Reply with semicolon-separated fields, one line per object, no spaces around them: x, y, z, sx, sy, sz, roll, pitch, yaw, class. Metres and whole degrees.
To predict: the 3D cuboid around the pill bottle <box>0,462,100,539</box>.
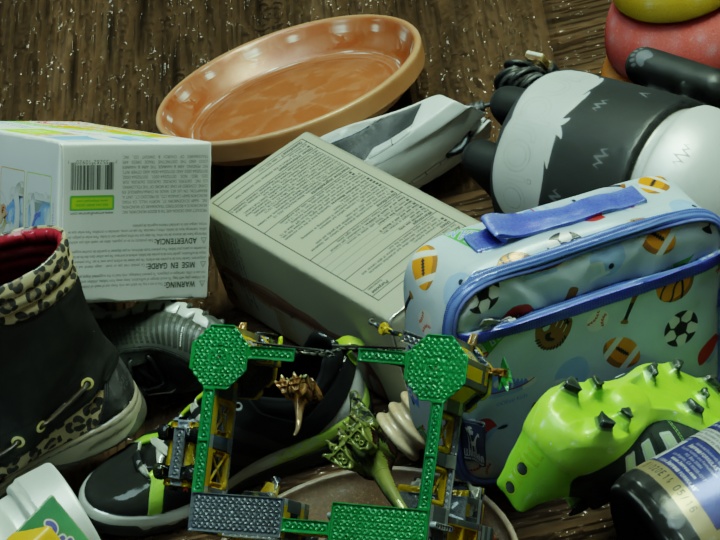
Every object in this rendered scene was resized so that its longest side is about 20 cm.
-0.246;0.196;1.444;0.199;0.113;0.112;-31;40;-14;pill bottle

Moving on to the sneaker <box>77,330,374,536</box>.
-0.087;0.090;1.532;0.199;0.083;0.072;-24;38;-7;sneaker

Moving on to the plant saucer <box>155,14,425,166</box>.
-0.048;-0.126;1.789;0.199;0.032;0.201;-16;25;8;plant saucer

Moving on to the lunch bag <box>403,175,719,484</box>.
0.117;0.031;1.443;0.199;0.161;0.076;-17;37;-21;lunch bag

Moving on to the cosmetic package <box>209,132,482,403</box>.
0.000;0.000;1.602;0.103;0.088;0.200;-35;40;-22;cosmetic package

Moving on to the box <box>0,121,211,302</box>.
-0.192;-0.042;1.643;0.112;0.102;0.200;-2;8;-33;box

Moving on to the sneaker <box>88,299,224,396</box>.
-0.163;0.064;1.612;0.199;0.067;0.091;8;48;34;sneaker

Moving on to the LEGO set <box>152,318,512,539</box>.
-0.002;0.103;1.385;0.199;0.116;0.155;-6;77;23;LEGO set

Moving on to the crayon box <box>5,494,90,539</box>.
-0.186;0.232;1.361;0.200;0.126;0.051;-47;16;-31;crayon box

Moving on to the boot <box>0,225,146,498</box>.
-0.239;0.067;1.504;0.199;0.151;0.073;-21;37;-8;boot

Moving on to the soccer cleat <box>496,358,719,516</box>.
0.149;0.097;1.401;0.199;0.081;0.068;1;42;-50;soccer cleat

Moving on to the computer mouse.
0.053;-0.085;1.695;0.199;0.110;0.044;-21;66;15;computer mouse

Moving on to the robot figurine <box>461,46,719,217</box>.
0.164;-0.056;1.580;0.199;0.151;0.124;18;24;38;robot figurine

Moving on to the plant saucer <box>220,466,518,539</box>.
-0.002;0.195;1.412;0.199;0.037;0.201;-10;39;9;plant saucer

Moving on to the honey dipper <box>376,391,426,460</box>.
0.095;0.037;1.504;0.200;0.038;0.038;-41;39;6;honey dipper

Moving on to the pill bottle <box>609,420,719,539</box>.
0.243;0.117;1.346;0.199;0.112;0.112;-27;39;-11;pill bottle

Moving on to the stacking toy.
0.210;-0.179;1.643;0.145;0.201;0.147;-11;39;9;stacking toy
